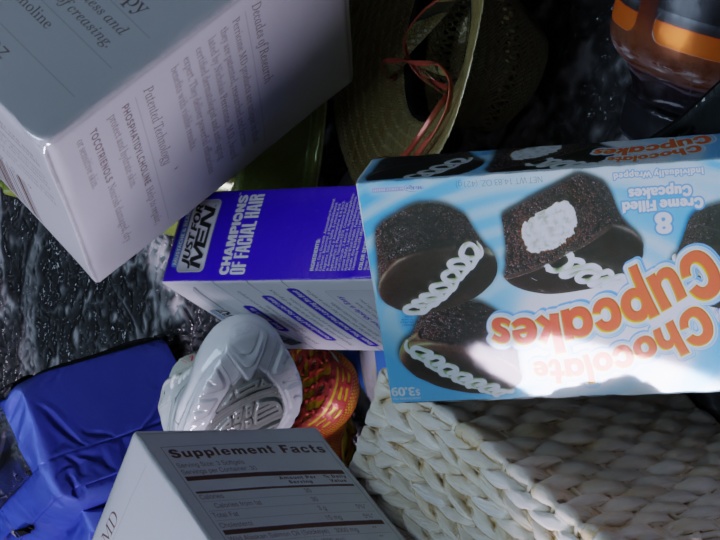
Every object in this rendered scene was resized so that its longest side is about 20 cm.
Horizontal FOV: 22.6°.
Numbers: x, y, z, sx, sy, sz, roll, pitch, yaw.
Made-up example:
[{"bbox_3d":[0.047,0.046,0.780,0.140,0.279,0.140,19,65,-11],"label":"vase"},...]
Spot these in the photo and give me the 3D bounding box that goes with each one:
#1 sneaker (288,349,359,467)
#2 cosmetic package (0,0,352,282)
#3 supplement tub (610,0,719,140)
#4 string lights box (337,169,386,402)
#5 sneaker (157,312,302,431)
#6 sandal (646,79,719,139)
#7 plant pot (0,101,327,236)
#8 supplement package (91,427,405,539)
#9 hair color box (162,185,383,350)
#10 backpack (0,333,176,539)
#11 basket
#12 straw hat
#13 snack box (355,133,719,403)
[{"bbox_3d":[-0.028,0.100,1.183,0.200,0.077,0.073,129,156,-65],"label":"sneaker"},{"bbox_3d":[-0.132,-0.139,0.995,0.167,0.200,0.166,44,164,20],"label":"cosmetic package"},{"bbox_3d":[0.183,-0.154,0.875,0.107,0.107,0.200,35,121,44],"label":"supplement tub"},{"bbox_3d":[0.042,0.035,1.116,0.200,0.059,0.103,59,134,29],"label":"string lights box"},{"bbox_3d":[-0.092,0.081,1.105,0.099,0.078,0.200,61,153,32],"label":"sneaker"},{"bbox_3d":[0.150,-0.032,0.860,0.075,0.048,0.201,40,130,2],"label":"sandal"},{"bbox_3d":[-0.132,-0.101,1.159,0.200,0.189,0.201,-175,90,-79],"label":"plant pot"},{"bbox_3d":[-0.038,0.181,0.871,0.200,0.117,0.117,47,123,42],"label":"supplement package"},{"bbox_3d":[0.000,0.000,1.024,0.200,0.109,0.065,-2,66,35],"label":"hair color box"},{"bbox_3d":[-0.229,0.166,1.395,0.200,0.162,0.168,-35,70,47],"label":"backpack"},{"bbox_3d":[0.112,0.154,0.938,0.198,0.200,0.161,37,118,44],"label":"basket"},{"bbox_3d":[0.061,-0.127,1.044,0.201,0.085,0.202,-170,90,-67],"label":"straw hat"},{"bbox_3d":[0.105,0.001,0.842,0.199,0.037,0.116,-4,113,15],"label":"snack box"}]
